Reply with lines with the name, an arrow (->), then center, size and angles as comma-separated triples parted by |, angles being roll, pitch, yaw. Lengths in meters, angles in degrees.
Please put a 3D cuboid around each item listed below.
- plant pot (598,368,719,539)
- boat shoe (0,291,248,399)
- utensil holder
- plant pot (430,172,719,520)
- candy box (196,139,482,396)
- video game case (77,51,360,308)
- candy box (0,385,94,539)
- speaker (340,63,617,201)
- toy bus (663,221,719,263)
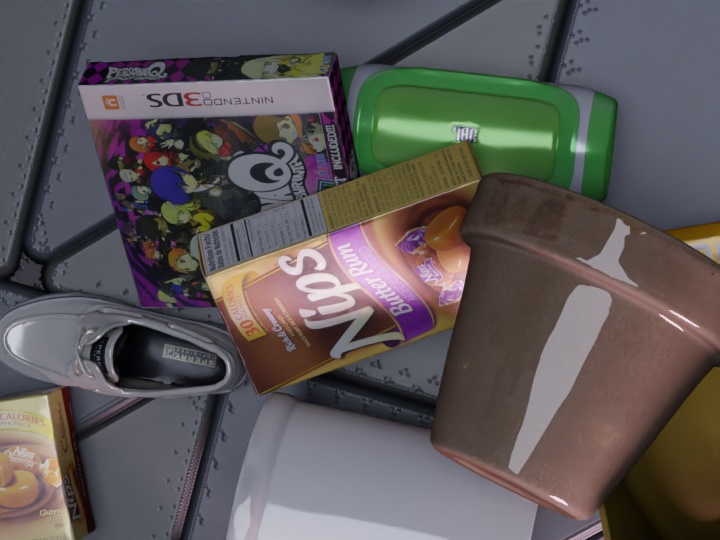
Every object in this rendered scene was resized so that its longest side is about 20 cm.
plant pot -> 0.275, 0.172, 1.309 | 0.200, 0.200, 0.177 | -20, 122, 10
boat shoe -> -0.182, 0.061, 1.447 | 0.199, 0.066, 0.072 | 11, 95, 8
utensil holder -> 0.017, 0.188, 1.372 | 0.199, 0.170, 0.170 | 12, 95, 6
plant pot -> 0.130, 0.058, 1.247 | 0.200, 0.200, 0.175 | 26, 83, 7
candy box -> 0.000, 0.000, 1.355 | 0.200, 0.057, 0.117 | -19, 128, 3
video game case -> -0.089, -0.059, 1.384 | 0.181, 0.036, 0.200 | 0, 128, 14
candy box -> -0.311, 0.160, 1.478 | 0.199, 0.055, 0.116 | -9, 91, 10
speaker -> 0.078, -0.096, 1.388 | 0.199, 0.088, 0.089 | 7, 94, 9
toy bus -> 0.218, 0.011, 1.380 | 0.199, 0.065, 0.079 | -10, 91, 10
